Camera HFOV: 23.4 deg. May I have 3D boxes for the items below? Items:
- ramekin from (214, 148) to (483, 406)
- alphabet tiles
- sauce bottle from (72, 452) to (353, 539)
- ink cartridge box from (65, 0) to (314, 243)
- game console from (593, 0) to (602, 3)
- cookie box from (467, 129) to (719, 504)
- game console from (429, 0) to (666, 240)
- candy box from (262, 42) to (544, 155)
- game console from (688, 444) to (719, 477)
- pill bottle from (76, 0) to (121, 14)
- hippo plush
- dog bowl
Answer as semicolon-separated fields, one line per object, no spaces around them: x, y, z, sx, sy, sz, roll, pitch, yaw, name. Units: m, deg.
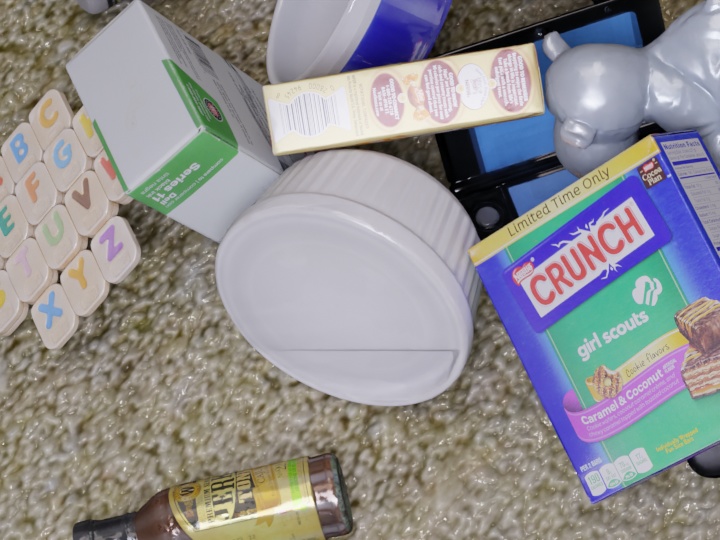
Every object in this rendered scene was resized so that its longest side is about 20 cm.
0.000;0.000;1.280;0.202;0.203;0.094;13;48;17;ramekin
-0.248;-0.044;1.388;0.200;0.015;0.196;-45;54;22;alphabet tiles
-0.107;0.182;1.255;0.199;0.065;0.065;-14;56;0;sauce bottle
-0.117;-0.100;1.351;0.083;0.200;0.147;-39;55;15;ink cartridge box
0.166;-0.322;1.487;0.176;0.117;0.200;-39;60;-15;game console
0.193;0.031;1.191;0.171;0.075;0.201;-33;76;33;cookie box
0.168;-0.094;1.351;0.199;0.117;0.176;-18;56;-1;game console
0.035;-0.126;1.288;0.199;0.115;0.056;-8;95;6;candy box
0.327;0.042;1.267;0.199;0.117;0.176;-7;34;8;game console
-0.185;-0.326;1.563;0.200;0.113;0.113;-32;58;-11;pill bottle
0.218;-0.113;1.251;0.160;0.200;0.160;-15;58;-3;hippo plush
0.002;-0.226;1.413;0.079;0.200;0.201;21;56;-21;dog bowl
